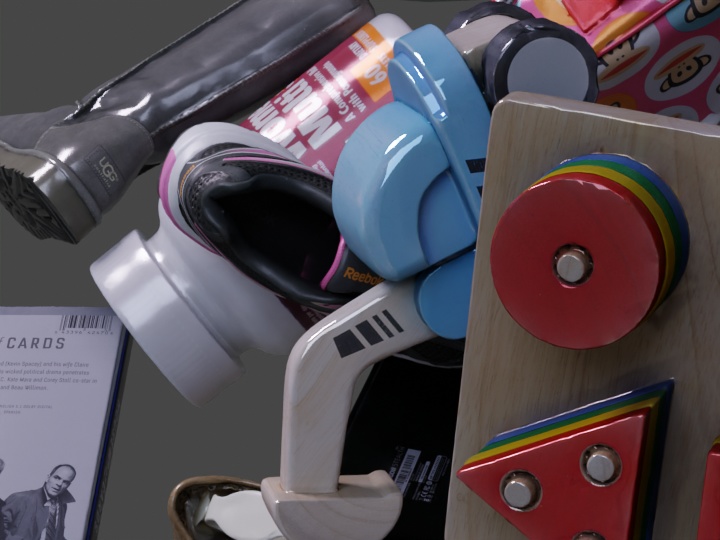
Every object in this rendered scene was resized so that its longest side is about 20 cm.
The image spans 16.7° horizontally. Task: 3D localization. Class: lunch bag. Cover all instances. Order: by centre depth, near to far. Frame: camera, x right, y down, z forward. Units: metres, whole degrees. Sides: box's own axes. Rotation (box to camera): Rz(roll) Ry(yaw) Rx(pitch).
[{"bbox_3d":[0.158,-0.126,1.164,0.199,0.176,0.082,-34,61,2],"label":"lunch bag"}]

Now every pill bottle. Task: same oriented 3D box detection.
[{"bbox_3d":[-0.031,-0.028,1.227,0.200,0.110,0.110,-38,61,0],"label":"pill bottle"}]

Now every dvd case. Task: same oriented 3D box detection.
[{"bbox_3d":[-0.201,0.100,1.231,0.149,0.025,0.201,1,48,6],"label":"dvd case"}]

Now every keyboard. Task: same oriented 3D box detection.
[{"bbox_3d":[0.033,0.110,1.141,0.103,0.040,0.200,11,36,13],"label":"keyboard"}]

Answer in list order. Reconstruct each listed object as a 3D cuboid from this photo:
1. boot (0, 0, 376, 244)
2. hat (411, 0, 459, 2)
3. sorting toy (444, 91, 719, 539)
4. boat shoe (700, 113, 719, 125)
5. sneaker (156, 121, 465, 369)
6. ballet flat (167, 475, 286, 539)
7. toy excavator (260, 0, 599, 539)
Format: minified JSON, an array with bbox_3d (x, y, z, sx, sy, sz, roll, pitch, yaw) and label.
[{"bbox_3d":[-0.105,-0.097,1.300,0.200,0.073,0.182,-42,30,-14],"label":"boot"},{"bbox_3d":[-0.007,-0.157,1.209,0.176,0.166,0.200,-34,29,-18],"label":"hat"},{"bbox_3d":[0.129,0.048,0.967,0.198,0.070,0.201,11,108,19],"label":"sorting toy"},{"bbox_3d":[0.137,-0.012,1.113,0.068,0.075,0.200,-4,29,24],"label":"boat shoe"},{"bbox_3d":[0.000,0.000,1.136,0.199,0.086,0.081,18,100,-12],"label":"sneaker"},{"bbox_3d":[-0.008,0.135,1.169,0.199,0.072,0.068,15,74,24],"label":"ballet flat"},{"bbox_3d":[0.023,0.002,1.064,0.199,0.195,0.100,-25,17,-5],"label":"toy excavator"}]
